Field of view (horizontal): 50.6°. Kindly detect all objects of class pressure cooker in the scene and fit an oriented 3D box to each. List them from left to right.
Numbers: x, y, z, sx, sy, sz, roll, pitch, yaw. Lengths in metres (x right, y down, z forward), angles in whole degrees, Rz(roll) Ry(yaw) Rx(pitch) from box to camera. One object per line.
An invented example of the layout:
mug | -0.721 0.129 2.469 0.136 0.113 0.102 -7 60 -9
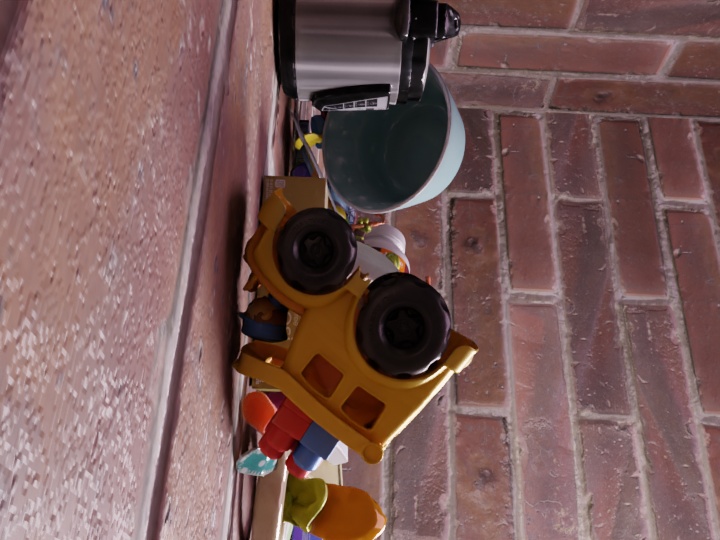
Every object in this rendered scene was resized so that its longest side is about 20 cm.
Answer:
pressure cooker | 0.011 -0.271 0.833 0.180 0.195 0.179 94 -3 -56

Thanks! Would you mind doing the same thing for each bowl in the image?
bowl | 0.057 -0.165 0.981 0.104 0.198 0.206 11 79 -51

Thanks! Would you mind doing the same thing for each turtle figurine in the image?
turtle figurine | 0.005 -0.005 1.098 0.064 0.160 0.202 -44 -109 43

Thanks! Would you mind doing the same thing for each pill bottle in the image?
pill bottle | 0.018 0.028 1.192 0.114 0.110 0.203 93 6 -52

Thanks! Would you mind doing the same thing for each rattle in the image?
rattle | -0.042 0.197 0.709 0.131 0.140 0.203 -59 164 -49

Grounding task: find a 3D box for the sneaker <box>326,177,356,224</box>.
sneaker | -0.036 -0.057 1.172 0.095 0.078 0.204 160 -57 -65

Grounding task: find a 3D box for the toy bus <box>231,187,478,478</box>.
toy bus | -0.034 0.061 0.610 0.193 0.199 0.136 -52 -179 3

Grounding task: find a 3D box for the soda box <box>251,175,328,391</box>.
soda box | -0.067 0.015 0.744 0.068 0.063 0.205 97 -5 -83

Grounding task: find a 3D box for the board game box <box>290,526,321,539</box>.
board game box | -0.082 0.310 1.144 0.134 0.044 0.205 -170 -97 -81

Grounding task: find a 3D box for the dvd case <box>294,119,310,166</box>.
dvd case | -0.086 -0.096 1.118 0.144 0.017 0.204 92 0 -59

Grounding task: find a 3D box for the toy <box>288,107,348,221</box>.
toy | -0.061 -0.102 0.993 0.116 0.047 0.201 65 3 30

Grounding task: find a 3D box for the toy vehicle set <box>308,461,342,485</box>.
toy vehicle set | -0.061 0.175 0.943 0.125 0.026 0.203 57 22 -52

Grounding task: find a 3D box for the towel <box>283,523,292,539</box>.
towel | -0.100 0.268 0.984 0.149 0.030 0.205 -78 173 -77

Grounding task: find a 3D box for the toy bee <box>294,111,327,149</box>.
toy bee | -0.038 -0.209 1.058 0.202 0.130 0.109 55 -14 -3

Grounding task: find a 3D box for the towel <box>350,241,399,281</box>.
towel | 0.000 0.000 0.950 0.035 0.198 0.133 -53 -131 13

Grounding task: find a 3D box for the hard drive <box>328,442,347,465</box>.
hard drive | -0.049 0.116 0.940 0.133 0.026 0.203 60 20 -45

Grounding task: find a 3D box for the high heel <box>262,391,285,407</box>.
high heel | -0.082 0.050 0.824 0.067 0.095 0.203 -46 -126 42
